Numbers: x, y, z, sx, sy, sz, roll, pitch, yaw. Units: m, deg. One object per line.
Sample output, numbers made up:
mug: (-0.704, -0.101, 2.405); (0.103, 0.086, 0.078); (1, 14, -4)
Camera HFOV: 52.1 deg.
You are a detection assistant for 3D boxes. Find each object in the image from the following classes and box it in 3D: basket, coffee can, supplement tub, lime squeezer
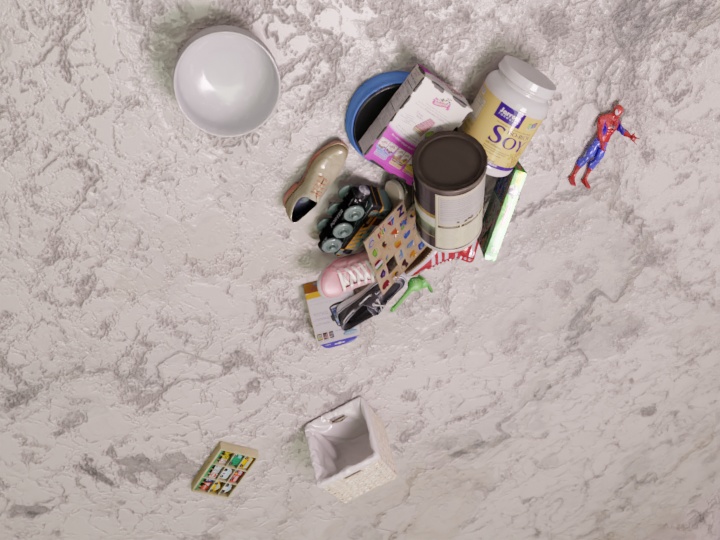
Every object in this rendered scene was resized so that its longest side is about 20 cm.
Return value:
basket: (-0.025, 0.499, 2.042); (0.195, 0.203, 0.161); (-28, 137, 10)
coffee can: (0.176, -0.153, 1.468); (0.143, 0.149, 0.202); (-14, 147, -3)
supplement tub: (0.290, -0.310, 1.487); (0.142, 0.147, 0.202); (13, 125, -24)
lime squeezer: (0.139, 0.045, 1.753); (0.198, 0.037, 0.073); (-20, 121, -55)

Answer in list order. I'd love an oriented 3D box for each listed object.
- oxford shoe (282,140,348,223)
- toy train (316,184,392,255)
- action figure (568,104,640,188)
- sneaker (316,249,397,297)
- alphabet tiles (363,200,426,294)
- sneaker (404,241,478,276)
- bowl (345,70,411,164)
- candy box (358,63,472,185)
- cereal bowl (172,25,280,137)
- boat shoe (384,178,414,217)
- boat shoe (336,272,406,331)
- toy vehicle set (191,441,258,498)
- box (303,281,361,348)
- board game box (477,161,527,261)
oxford shoe: (-0.087, -0.179, 1.540); (0.070, 0.075, 0.201); (24, 120, -30)
toy train: (-0.016, -0.106, 1.607); (0.112, 0.087, 0.201); (8, 138, -32)
action figure: (0.540, -0.262, 1.630); (0.064, 0.100, 0.203); (5, 125, -20)
sneaker: (0.000, 0.000, 1.643); (0.198, 0.104, 0.077); (-27, 105, -32)
alphabet tiles: (0.090, -0.071, 1.608); (0.200, 0.007, 0.169); (-47, 140, -23)
sneaker: (0.195, -0.038, 1.736); (0.200, 0.072, 0.112); (-43, 124, 18)
bowl: (0.067, -0.303, 1.503); (0.195, 0.040, 0.204); (-8, 130, -9)
candy box: (0.107, -0.286, 1.461); (0.135, 0.062, 0.201); (25, 119, -32)
cereal bowl: (-0.245, -0.354, 1.347); (0.195, 0.084, 0.204); (-8, 131, -9)
boat shoe: (0.091, -0.120, 1.642); (0.059, 0.072, 0.204); (-28, 136, -29)
boat shoe: (0.029, 0.075, 1.731); (0.197, 0.069, 0.072); (-32, 133, 14)
toy vehicle set: (-0.390, 0.575, 2.113); (0.122, 0.027, 0.201); (20, 121, -28)
box: (-0.066, 0.105, 1.806); (0.116, 0.042, 0.203); (-13, 133, -4)
board game box: (0.306, -0.138, 1.611); (0.028, 0.135, 0.204); (15, 112, -5)
